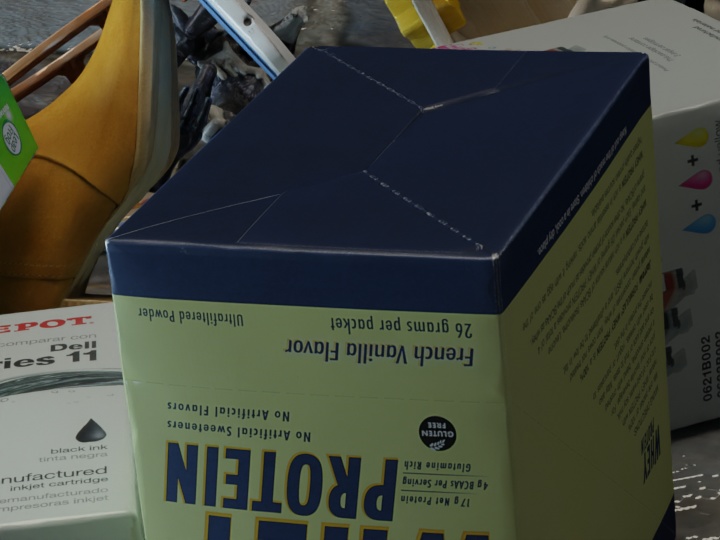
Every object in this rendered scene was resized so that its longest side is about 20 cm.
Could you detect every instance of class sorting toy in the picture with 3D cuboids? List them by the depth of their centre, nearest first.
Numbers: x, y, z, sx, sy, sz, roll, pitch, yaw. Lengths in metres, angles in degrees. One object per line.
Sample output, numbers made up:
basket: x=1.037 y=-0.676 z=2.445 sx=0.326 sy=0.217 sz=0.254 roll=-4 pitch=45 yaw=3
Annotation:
sorting toy: x=0.057 y=-0.150 z=1.523 sx=0.107 sy=0.200 sz=0.180 roll=-25 pitch=18 yaw=14

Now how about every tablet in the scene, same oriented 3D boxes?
tablet: x=-0.056 y=-0.115 z=1.312 sx=0.014 sy=0.130 sz=0.200 roll=-43 pitch=-15 yaw=1

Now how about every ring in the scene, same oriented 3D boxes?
ring: x=-0.147 y=-0.123 z=1.559 sx=0.200 sy=0.019 sz=0.200 roll=-37 pitch=2 yaw=2

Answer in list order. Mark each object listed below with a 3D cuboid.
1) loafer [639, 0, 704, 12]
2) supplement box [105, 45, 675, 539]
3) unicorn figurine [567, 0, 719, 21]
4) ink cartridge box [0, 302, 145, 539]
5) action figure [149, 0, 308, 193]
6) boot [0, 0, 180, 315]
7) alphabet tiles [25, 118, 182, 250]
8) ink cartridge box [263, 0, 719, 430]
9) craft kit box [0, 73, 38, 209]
loafer: x=0.176 y=-0.147 z=1.565 sx=0.070 sy=0.068 sz=0.201 roll=41 pitch=14 yaw=18
supplement box: x=0.020 y=0.047 z=1.007 sx=0.134 sy=0.200 sz=0.200 roll=3 pitch=24 yaw=20
unicorn figurine: x=0.125 y=-0.079 z=1.349 sx=0.200 sy=0.137 sz=0.074 roll=11 pitch=12 yaw=-1
ink cartridge box: x=-0.152 y=0.091 z=1.097 sx=0.147 sy=0.083 sz=0.200 roll=-7 pitch=22 yaw=-3
action figure: x=-0.050 y=-0.096 z=1.487 sx=0.102 sy=0.119 sz=0.200 roll=-42 pitch=13 yaw=27
boot: x=-0.157 y=-0.045 z=1.285 sx=0.144 sy=0.201 sz=0.071 roll=3 pitch=-1 yaw=8
alphabet tiles: x=-0.180 y=-0.046 z=1.535 sx=0.167 sy=0.008 sz=0.200 roll=-5 pitch=23 yaw=4
ink cartridge box: x=0.078 y=-0.014 z=1.212 sx=0.200 sy=0.145 sz=0.145 roll=-14 pitch=24 yaw=-17
craft kit box: x=-0.252 y=0.001 z=1.191 sx=0.200 sy=0.049 sz=0.198 roll=-16 pitch=21 yaw=19
